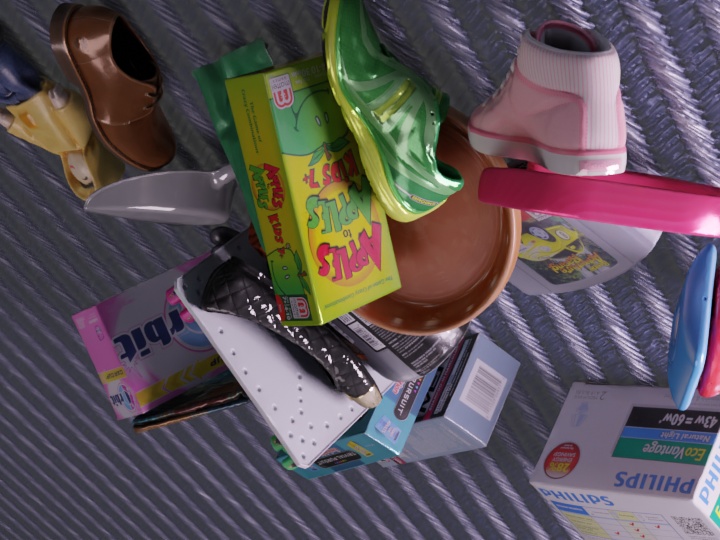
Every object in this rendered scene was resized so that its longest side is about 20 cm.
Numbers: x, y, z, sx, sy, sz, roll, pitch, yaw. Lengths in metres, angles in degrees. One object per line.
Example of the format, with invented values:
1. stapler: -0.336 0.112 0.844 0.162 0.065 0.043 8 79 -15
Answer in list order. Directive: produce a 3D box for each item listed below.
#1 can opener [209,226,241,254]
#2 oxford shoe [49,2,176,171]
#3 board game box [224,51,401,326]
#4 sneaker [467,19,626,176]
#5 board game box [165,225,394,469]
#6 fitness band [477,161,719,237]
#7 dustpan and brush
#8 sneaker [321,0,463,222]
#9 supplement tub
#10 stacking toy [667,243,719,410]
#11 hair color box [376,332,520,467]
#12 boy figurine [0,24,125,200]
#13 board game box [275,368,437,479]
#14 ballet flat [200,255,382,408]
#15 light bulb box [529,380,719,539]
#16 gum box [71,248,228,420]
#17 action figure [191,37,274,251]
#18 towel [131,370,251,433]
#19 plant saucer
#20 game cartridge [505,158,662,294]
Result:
1. can opener: -0.066 0.010 1.720 0.199 0.064 0.079 28 112 -22
2. oxford shoe: -0.202 -0.155 1.536 0.071 0.072 0.200 3 147 24
3. board game box: -0.036 -0.067 1.383 0.047 0.101 0.202 -3 104 43
4. sneaker: 0.136 -0.132 1.265 0.075 0.106 0.200 -8 -167 -17
5. board game box: -0.066 0.058 1.585 0.026 0.200 0.201 -32 95 38
6. fitness band: 0.185 -0.053 1.278 0.198 0.038 0.144 6 -172 -7
7. dustpan and brush: -0.148 -0.078 1.623 0.199 0.058 0.139 0 174 43
8. sneaker: 0.025 -0.136 1.345 0.083 0.074 0.201 -20 117 8
9. supplement tub: 0.000 0.000 1.566 0.200 0.123 0.122 42 151 -27
10. stacking toy: 0.352 0.060 1.395 0.198 0.117 0.110 8 152 6
11. hair color box: 0.071 0.135 1.777 0.060 0.100 0.200 35 153 -19
12. boy figurine: -0.307 -0.147 1.657 0.124 0.065 0.200 -5 137 44
13. board game box: 0.004 0.127 1.765 0.047 0.152 0.200 34 154 -18
14. ballet flat: -0.060 0.063 1.537 0.200 0.057 0.066 40 171 -20
15. light bulb box: 0.307 0.213 1.669 0.197 0.125 0.200 0 143 45
16. gum box: -0.172 0.053 1.728 0.066 0.199 0.114 -19 97 58
17. action figure: -0.074 -0.084 1.439 0.118 0.054 0.202 -15 92 59
18. towel: -0.121 0.110 1.718 0.146 0.200 0.022 -18 95 28
19. plant saucer: 0.042 -0.047 1.430 0.199 0.032 0.202 9 109 27
20. game cartridge: 0.158 -0.037 1.449 0.133 0.041 0.200 32 154 -19
